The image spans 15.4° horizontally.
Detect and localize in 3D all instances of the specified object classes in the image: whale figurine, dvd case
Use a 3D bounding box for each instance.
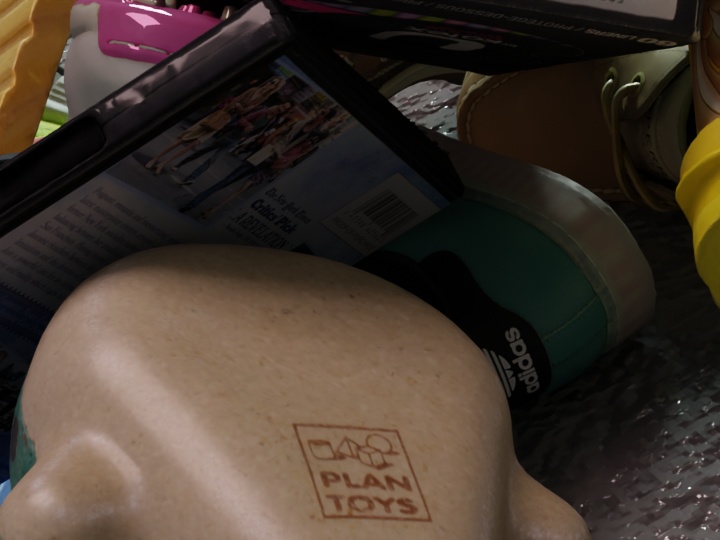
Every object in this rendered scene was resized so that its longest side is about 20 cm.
[{"bbox_3d":[-0.018,0.081,0.661,0.159,0.104,0.200,4,36,-26],"label":"whale figurine"},{"bbox_3d":[-0.078,0.006,0.724,0.200,0.143,0.018,-32,67,10],"label":"dvd case"}]

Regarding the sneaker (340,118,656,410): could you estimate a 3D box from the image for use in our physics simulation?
[{"bbox_3d":[0.000,0.000,0.827,0.080,0.072,0.200,-34,25,-24],"label":"sneaker"}]

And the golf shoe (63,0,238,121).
[{"bbox_3d":[-0.055,-0.026,0.782,0.075,0.092,0.200,13,-9,0],"label":"golf shoe"}]

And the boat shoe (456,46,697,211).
[{"bbox_3d":[0.107,-0.053,0.814,0.199,0.074,0.066,-10,24,36],"label":"boat shoe"}]

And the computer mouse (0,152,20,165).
[{"bbox_3d":[-0.154,0.010,0.757,0.140,0.046,0.200,-24,-1,0],"label":"computer mouse"}]

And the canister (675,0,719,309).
[{"bbox_3d":[0.154,-0.094,0.716,0.148,0.087,0.201,-14,56,19],"label":"canister"}]

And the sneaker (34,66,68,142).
[{"bbox_3d":[-0.101,-0.022,1.000,0.200,0.078,0.090,14,68,54],"label":"sneaker"}]

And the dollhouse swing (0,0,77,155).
[{"bbox_3d":[-0.219,-0.057,0.974,0.176,0.181,0.201,131,157,-60],"label":"dollhouse swing"}]

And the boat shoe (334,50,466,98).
[{"bbox_3d":[-0.001,-0.099,0.937,0.202,0.075,0.075,-20,58,-32],"label":"boat shoe"}]

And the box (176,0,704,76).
[{"bbox_3d":[0.015,-0.117,0.746,0.122,0.107,0.200,9,0,-13],"label":"box"}]

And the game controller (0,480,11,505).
[{"bbox_3d":[-0.081,0.072,0.809,0.104,0.042,0.200,-21,25,17],"label":"game controller"}]
